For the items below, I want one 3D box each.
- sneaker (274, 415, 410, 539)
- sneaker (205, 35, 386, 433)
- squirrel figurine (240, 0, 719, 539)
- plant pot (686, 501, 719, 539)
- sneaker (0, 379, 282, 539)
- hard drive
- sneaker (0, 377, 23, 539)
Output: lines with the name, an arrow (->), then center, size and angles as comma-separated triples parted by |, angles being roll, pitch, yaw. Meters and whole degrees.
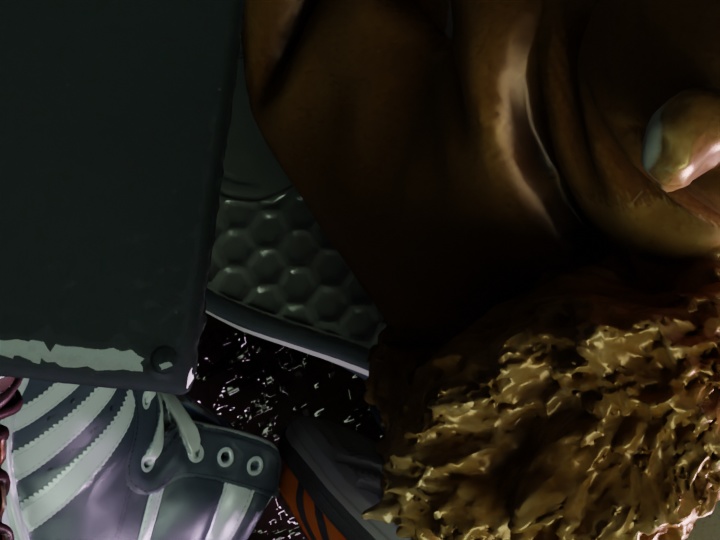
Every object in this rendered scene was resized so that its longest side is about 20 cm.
sneaker -> 0.010, 0.133, 0.820 | 0.078, 0.200, 0.112 | 24, 108, -42
sneaker -> 0.000, 0.002, 0.805 | 0.077, 0.202, 0.146 | -56, 177, -6
squirrel figurine -> 0.067, -0.016, 0.633 | 0.141, 0.187, 0.200 | 4, 91, -27
plant pot -> 0.099, 0.082, 0.920 | 0.134, 0.200, 0.200 | 18, 119, -19
sneaker -> -0.080, 0.027, 0.815 | 0.108, 0.070, 0.200 | -19, 131, -32
hard drive -> -0.127, -0.051, 0.636 | 0.200, 0.033, 0.140 | 7, 92, -16
sneaker -> -0.111, 0.055, 0.701 | 0.076, 0.200, 0.115 | -4, 157, -47
